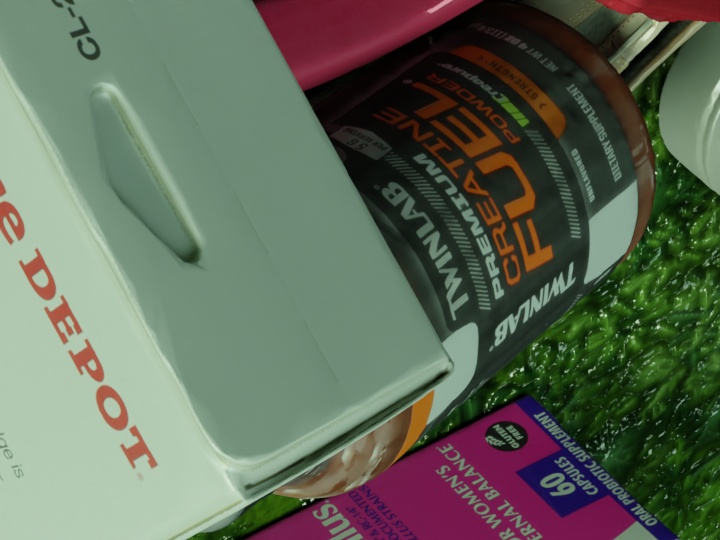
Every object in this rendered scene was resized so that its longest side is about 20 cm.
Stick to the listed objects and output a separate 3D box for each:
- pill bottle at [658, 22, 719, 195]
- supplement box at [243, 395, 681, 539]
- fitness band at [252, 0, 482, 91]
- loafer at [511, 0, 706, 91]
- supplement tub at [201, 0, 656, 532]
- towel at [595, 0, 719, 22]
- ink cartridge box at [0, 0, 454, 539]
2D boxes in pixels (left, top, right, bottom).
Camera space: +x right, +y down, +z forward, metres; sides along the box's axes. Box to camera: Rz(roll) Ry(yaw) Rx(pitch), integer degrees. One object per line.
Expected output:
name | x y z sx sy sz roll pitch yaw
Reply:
pill bottle | 0.205 -0.024 0.894 0.119 0.200 0.120 -25 138 -25
supplement box | 0.016 0.150 0.957 0.200 0.101 0.104 -26 139 -24
fitness band | 0.005 -0.090 0.679 0.144 0.037 0.200 -33 175 42
loafer | 0.137 -0.117 0.803 0.200 0.063 0.072 -32 158 19
supplement tub | 0.000 0.000 0.757 0.200 0.107 0.107 -39 147 -41
towel | 0.128 -0.158 0.691 0.200 0.022 0.145 -62 166 12
ink cartridge box | -0.092 0.012 0.610 0.083 0.146 0.200 -26 176 -45
